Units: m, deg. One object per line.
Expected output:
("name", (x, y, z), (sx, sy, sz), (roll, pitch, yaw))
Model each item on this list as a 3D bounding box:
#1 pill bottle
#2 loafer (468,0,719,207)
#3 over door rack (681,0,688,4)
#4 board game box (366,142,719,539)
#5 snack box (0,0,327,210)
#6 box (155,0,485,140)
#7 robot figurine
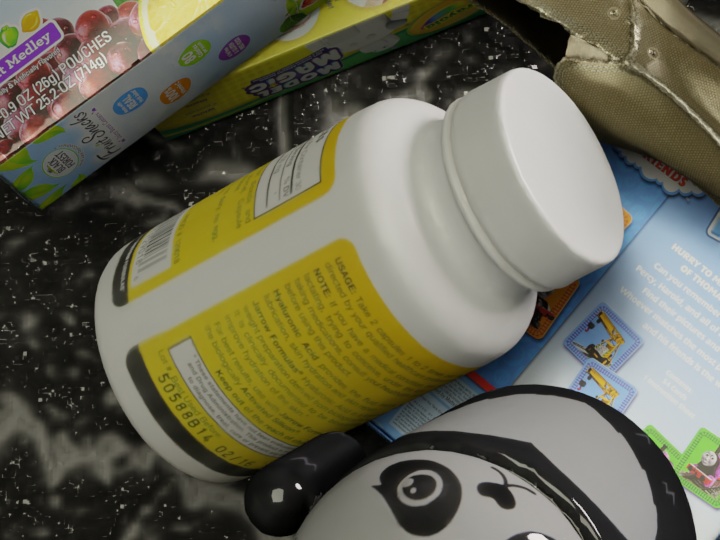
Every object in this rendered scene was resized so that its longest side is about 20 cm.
("pill bottle", (0.000, 0.000, 0.872), (0.199, 0.111, 0.112), (-27, 70, 30))
("loafer", (0.111, -0.073, 0.881), (0.067, 0.076, 0.200), (-38, 74, -5))
("over door rack", (0.189, -0.138, 0.865), (0.147, 0.200, 0.067), (20, 65, 16))
("board game box", (0.120, 0.033, 0.914), (0.151, 0.037, 0.200), (39, 87, 17))
("snack box", (-0.110, -0.154, 0.946), (0.199, 0.068, 0.169), (-35, 71, 0))
("box", (-0.018, -0.151, 0.985), (0.199, 0.048, 0.118), (-21, 72, 7))
("robot figurine", (0.050, 0.108, 0.784), (0.149, 0.200, 0.126), (-17, 92, 25))
